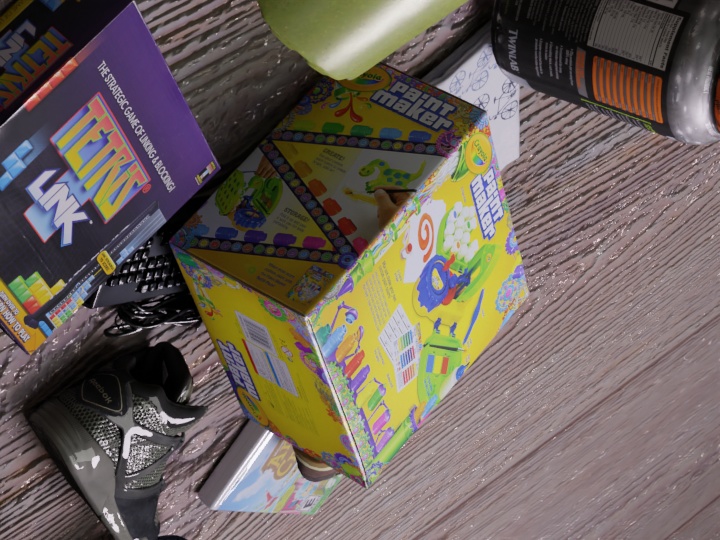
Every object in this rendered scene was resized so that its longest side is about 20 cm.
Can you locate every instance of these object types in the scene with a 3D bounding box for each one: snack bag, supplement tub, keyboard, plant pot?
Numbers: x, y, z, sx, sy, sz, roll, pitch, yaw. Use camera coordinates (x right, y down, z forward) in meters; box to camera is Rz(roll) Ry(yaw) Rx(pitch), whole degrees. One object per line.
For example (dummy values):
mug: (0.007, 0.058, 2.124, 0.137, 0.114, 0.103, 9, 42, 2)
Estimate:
snack bag: (0.047, -0.081, 1.628, 0.200, 0.021, 0.189, -40, 154, -21)
supplement tub: (0.202, -0.162, 1.536, 0.122, 0.200, 0.123, -36, 138, -41)
keyboard: (-0.102, -0.001, 1.469, 0.200, 0.040, 0.104, -12, 135, -52)
plant pot: (0.017, -0.212, 1.229, 0.190, 0.200, 0.200, -41, 158, 13)

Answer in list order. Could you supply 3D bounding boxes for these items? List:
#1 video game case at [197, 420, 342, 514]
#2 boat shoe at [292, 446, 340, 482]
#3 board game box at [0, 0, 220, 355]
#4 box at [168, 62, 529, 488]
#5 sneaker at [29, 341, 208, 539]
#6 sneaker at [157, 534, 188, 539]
video game case: (-0.027, 0.113, 1.777, 0.200, 0.022, 0.182, -54, 155, 10)
boat shoe: (0.020, 0.092, 1.731, 0.200, 0.073, 0.065, -35, 163, -23)
board game box: (-0.175, -0.061, 1.242, 0.165, 0.057, 0.200, -44, 155, -10)
box: (0.000, 0.000, 1.476, 0.193, 0.122, 0.200, -48, 146, -23)
sneaker: (-0.150, 0.124, 1.521, 0.114, 0.076, 0.200, -36, 148, -13)
sneaker: (-0.194, 0.237, 1.614, 0.200, 0.070, 0.109, -30, 151, -30)
